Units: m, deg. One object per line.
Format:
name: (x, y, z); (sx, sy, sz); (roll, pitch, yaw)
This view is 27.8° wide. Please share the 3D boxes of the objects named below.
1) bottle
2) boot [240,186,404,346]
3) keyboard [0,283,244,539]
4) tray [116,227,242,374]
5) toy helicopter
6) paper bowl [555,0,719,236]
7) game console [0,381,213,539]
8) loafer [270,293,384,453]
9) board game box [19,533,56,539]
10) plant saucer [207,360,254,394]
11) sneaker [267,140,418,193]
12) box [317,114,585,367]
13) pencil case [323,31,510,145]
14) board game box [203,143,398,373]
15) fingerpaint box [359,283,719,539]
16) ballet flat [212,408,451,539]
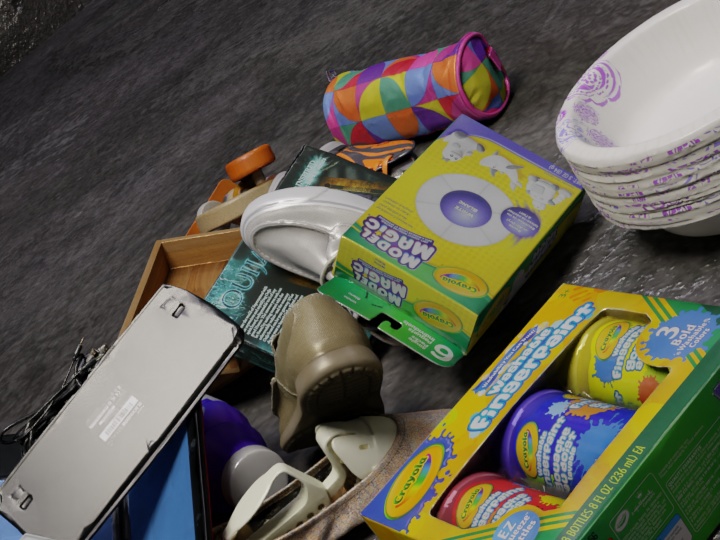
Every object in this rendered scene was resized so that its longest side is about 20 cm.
bottle: (-0.121, 0.137, 1.088); (0.084, 0.065, 0.200); (-50, 27, -16)
boot: (0.000, 0.000, 1.075); (0.198, 0.074, 0.096); (8, 40, 6)
keyboard: (-0.169, 0.099, 0.999); (0.104, 0.040, 0.200); (35, 80, 23)
tray: (-0.139, 0.027, 1.227); (0.098, 0.037, 0.200); (-9, 26, 8)
toy helicopter: (-0.100, -0.068, 1.402); (0.132, 0.079, 0.200); (-28, 3, 23)
paper bowl: (0.241, -0.102, 0.987); (0.200, 0.105, 0.201); (-29, 26, 16)
game console: (-0.188, 0.159, 0.992); (0.171, 0.119, 0.201); (-5, 47, -6)
loafer: (-0.023, 0.070, 0.975); (0.075, 0.068, 0.200); (-11, -19, -14)
board game box: (-0.170, 0.267, 0.855); (0.199, 0.026, 0.202); (-2, 69, 48)
plant saucer: (-0.122, 0.049, 1.291); (0.199, 0.032, 0.201); (-30, 24, 15)
sneaker: (-0.004, -0.067, 1.253); (0.111, 0.078, 0.200); (-7, 28, 27)
box: (0.067, -0.023, 1.041); (0.117, 0.049, 0.200); (30, 51, 15)
pencil case: (0.050, -0.170, 1.394); (0.199, 0.089, 0.089); (-6, 38, 46)
board game box: (-0.030, -0.004, 1.150); (0.134, 0.028, 0.201); (22, 56, 14)
fingerpaint box: (0.122, 0.104, 0.812); (0.200, 0.074, 0.166); (-46, 26, -20)
ballet flat: (-0.022, 0.141, 0.947); (0.200, 0.067, 0.068); (-39, 24, -6)
